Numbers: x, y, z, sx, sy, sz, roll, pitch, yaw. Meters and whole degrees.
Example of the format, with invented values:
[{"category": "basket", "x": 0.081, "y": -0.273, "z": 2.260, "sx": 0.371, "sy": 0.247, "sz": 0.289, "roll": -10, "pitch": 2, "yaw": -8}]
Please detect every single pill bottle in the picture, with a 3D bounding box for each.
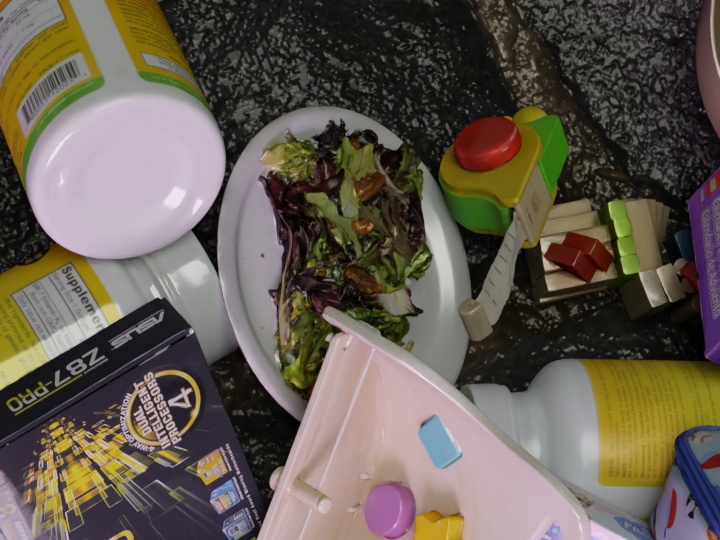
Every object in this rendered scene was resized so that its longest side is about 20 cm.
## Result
[{"category": "pill bottle", "x": -0.175, "y": 0.050, "z": 1.305, "sx": 0.199, "sy": 0.114, "sz": 0.115, "roll": -29, "pitch": 85, "yaw": -15}, {"category": "pill bottle", "x": -0.155, "y": -0.109, "z": 1.304, "sx": 0.110, "sy": 0.112, "sz": 0.201, "roll": -15, "pitch": 43, "yaw": -13}, {"category": "pill bottle", "x": 0.157, "y": 0.108, "z": 1.354, "sx": 0.198, "sy": 0.112, "sz": 0.113, "roll": 2, "pitch": 78, "yaw": -10}]

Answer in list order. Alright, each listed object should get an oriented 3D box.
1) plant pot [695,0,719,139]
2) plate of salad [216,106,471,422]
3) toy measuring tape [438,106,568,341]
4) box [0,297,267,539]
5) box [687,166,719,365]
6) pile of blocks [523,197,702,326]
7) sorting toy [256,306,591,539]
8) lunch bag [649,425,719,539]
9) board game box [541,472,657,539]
[{"category": "plant pot", "x": 0.288, "y": -0.123, "z": 1.414, "sx": 0.198, "sy": 0.134, "sz": 0.202, "roll": 2, "pitch": 77, "yaw": -10}, {"category": "plate of salad", "x": 0.000, "y": 0.000, "z": 1.343, "sx": 0.199, "sy": 0.048, "sz": 0.202, "roll": 13, "pitch": 70, "yaw": -39}, {"category": "toy measuring tape", "x": 0.071, "y": -0.031, "z": 1.369, "sx": 0.073, "sy": 0.074, "sz": 0.201, "roll": 29, "pitch": 46, "yaw": -3}, {"category": "box", "x": -0.136, "y": 0.136, "z": 1.270, "sx": 0.160, "sy": 0.049, "sz": 0.201, "roll": -29, "pitch": 126, "yaw": -15}, {"category": "box", "x": 0.288, "y": 0.033, "z": 1.371, "sx": 0.199, "sy": 0.039, "sz": 0.137, "roll": 26, "pitch": 38, "yaw": -20}, {"category": "pile of blocks", "x": 0.195, "y": -0.005, "z": 1.411, "sx": 0.198, "sy": 0.062, "sz": 0.083, "roll": 14, "pitch": 77, "yaw": -8}, {"category": "sorting toy", "x": 0.035, "y": 0.149, "z": 1.245, "sx": 0.179, "sy": 0.107, "sz": 0.201, "roll": 27, "pitch": 99, "yaw": 36}, {"category": "lunch bag", "x": 0.263, "y": 0.158, "z": 1.244, "sx": 0.198, "sy": 0.160, "sz": 0.076, "roll": 12, "pitch": 110, "yaw": -13}, {"category": "board game box", "x": 0.135, "y": 0.240, "z": 1.310, "sx": 0.199, "sy": 0.041, "sz": 0.201, "roll": 27, "pitch": 108, "yaw": -4}]
